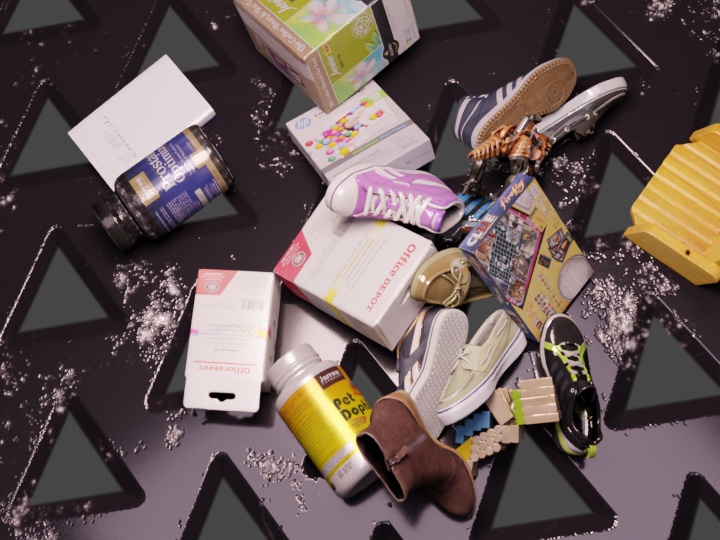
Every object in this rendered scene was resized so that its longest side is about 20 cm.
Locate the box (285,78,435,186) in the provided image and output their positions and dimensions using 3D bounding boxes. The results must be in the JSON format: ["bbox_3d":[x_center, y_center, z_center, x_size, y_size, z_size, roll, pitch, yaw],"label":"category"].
[{"bbox_3d":[-0.003,-0.192,1.536,0.154,0.041,0.201,-29,44,-7],"label":"box"}]

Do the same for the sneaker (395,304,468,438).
[{"bbox_3d":[0.089,0.147,1.452,0.079,0.078,0.203,15,86,54],"label":"sneaker"}]

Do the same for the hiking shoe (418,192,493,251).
[{"bbox_3d":[0.178,-0.083,1.512,0.196,0.074,0.088,-5,75,4],"label":"hiking shoe"}]

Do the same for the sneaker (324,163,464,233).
[{"bbox_3d":[0.056,-0.093,1.419,0.198,0.074,0.114,-7,33,-32],"label":"sneaker"}]

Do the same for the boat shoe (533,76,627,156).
[{"bbox_3d":[0.316,-0.217,1.552,0.198,0.069,0.057,-30,80,2],"label":"boat shoe"}]

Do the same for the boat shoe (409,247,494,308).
[{"bbox_3d":[0.153,0.014,1.436,0.063,0.199,0.074,35,119,40],"label":"boat shoe"}]

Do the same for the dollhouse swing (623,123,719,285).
[{"bbox_3d":[0.495,-0.110,1.439,0.181,0.176,0.201,35,80,15],"label":"dollhouse swing"}]

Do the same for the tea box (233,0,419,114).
[{"bbox_3d":[-0.053,-0.385,1.579,0.196,0.134,0.200,-41,58,-8],"label":"tea box"}]

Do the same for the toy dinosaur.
[{"bbox_3d":[0.199,-0.157,1.444,0.102,0.198,0.137,44,118,47],"label":"toy dinosaur"}]

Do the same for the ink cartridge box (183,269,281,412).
[{"bbox_3d":[-0.183,0.106,1.492,0.114,0.068,0.203,3,71,7],"label":"ink cartridge box"}]

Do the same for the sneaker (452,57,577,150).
[{"bbox_3d":[0.221,-0.251,1.543,0.199,0.070,0.108,-40,29,-10],"label":"sneaker"}]

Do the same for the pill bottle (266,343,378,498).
[{"bbox_3d":[-0.042,0.201,1.426,0.109,0.109,0.201,-37,73,-7],"label":"pill bottle"}]

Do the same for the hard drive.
[{"bbox_3d":[-0.344,-0.230,1.637,0.199,0.025,0.132,-40,73,-7],"label":"hard drive"}]

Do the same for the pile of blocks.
[{"bbox_3d":[0.187,0.210,1.416,0.199,0.062,0.083,-35,74,12],"label":"pile of blocks"}]

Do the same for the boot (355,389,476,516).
[{"bbox_3d":[0.069,0.259,1.322,0.072,0.166,0.202,-32,94,23],"label":"boot"}]

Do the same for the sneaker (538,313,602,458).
[{"bbox_3d":[0.298,0.153,1.414,0.070,0.083,0.204,-2,75,-20],"label":"sneaker"}]

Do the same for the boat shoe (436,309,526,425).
[{"bbox_3d":[0.155,0.130,1.415,0.062,0.072,0.200,54,49,-10],"label":"boat shoe"}]

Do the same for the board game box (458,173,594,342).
[{"bbox_3d":[0.232,-0.015,1.432,0.136,0.200,0.034,-48,36,-12],"label":"board game box"}]

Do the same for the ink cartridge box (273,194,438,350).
[{"bbox_3d":[0.000,0.000,1.469,0.198,0.084,0.146,28,75,34],"label":"ink cartridge box"}]

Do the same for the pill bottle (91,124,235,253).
[{"bbox_3d":[-0.294,-0.118,1.551,0.199,0.112,0.112,-36,72,-7],"label":"pill bottle"}]
